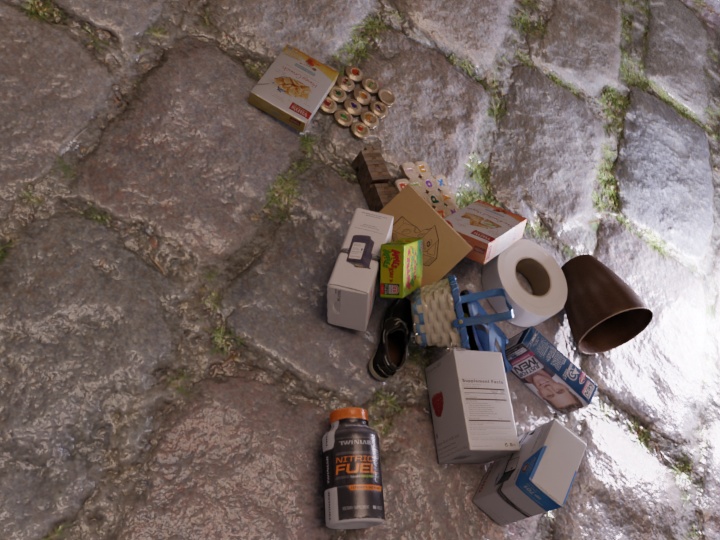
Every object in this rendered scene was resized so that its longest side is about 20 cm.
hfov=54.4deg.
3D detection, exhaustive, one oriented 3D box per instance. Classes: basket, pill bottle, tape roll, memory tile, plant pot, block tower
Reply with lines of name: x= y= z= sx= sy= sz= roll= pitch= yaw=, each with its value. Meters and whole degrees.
basket: x=0.204 y=0.081 z=1.425 sx=0.199 sy=0.176 sz=0.139 roll=-14 pitch=100 yaw=9
pill bottle: x=-0.016 y=0.349 z=1.247 sx=0.106 sy=0.106 sz=0.200 roll=8 pitch=60 yaw=-24
tape roll: x=0.388 y=0.028 z=1.656 sx=0.202 sy=0.071 sz=0.203 roll=12 pitch=59 yaw=-21
memory tile: x=-0.007 y=-0.414 z=1.720 sx=0.153 sy=0.017 sz=0.200 roll=37 pitch=53 yaw=-5
plant pot: x=0.561 y=0.066 z=1.677 sx=0.186 sy=0.187 sz=0.200 roll=0 pitch=50 yaw=-28
block tower: x=0.042 y=-0.185 z=1.599 sx=0.054 sy=0.058 sz=0.200 roll=-9 pitch=67 yaw=-31

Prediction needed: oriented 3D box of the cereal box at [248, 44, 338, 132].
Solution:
cereal box: x=-0.153 y=-0.426 z=1.628 sx=0.144 sy=0.040 sz=0.200 roll=28 pitch=54 yaw=-4

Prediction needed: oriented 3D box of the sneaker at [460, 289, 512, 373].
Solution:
sneaker: x=0.273 y=0.134 z=1.530 sx=0.078 sy=0.066 sz=0.201 roll=-14 pitch=75 yaw=-12

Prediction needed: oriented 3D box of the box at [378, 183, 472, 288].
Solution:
box: x=0.116 y=-0.063 z=1.523 sx=0.163 sy=0.021 sz=0.200 roll=-44 pitch=91 yaw=7

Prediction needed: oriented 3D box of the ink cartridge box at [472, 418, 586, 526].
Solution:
ink cartridge box: x=0.322 y=0.390 z=1.343 sx=0.086 sy=0.200 sz=0.147 roll=39 pitch=53 yaw=-2

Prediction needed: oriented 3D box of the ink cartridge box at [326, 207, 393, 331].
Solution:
ink cartridge box: x=0.000 y=0.000 z=1.408 sx=0.084 sy=0.145 sz=0.200 roll=14 pitch=55 yaw=8

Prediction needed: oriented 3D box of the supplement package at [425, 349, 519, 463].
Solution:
supplement package: x=0.219 y=0.273 z=1.401 sx=0.119 sy=0.121 sz=0.200 roll=6 pitch=61 yaw=-24

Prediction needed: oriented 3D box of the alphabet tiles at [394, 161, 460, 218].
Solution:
alphabet tiles: x=0.161 y=-0.164 z=1.648 sx=0.195 sy=0.015 sz=0.200 roll=-15 pitch=80 yaw=-47

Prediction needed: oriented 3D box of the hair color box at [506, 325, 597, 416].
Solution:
hair color box: x=0.409 y=0.223 z=1.542 sx=0.200 sy=0.100 sz=0.061 roll=42 pitch=54 yaw=-2

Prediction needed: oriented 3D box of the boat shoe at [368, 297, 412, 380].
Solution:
boat shoe: x=0.078 y=0.132 z=1.438 sx=0.072 sy=0.068 sz=0.200 roll=30 pitch=50 yaw=-11

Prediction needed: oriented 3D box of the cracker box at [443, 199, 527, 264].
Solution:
cracker box: x=0.277 y=-0.093 z=1.612 sx=0.134 sy=0.058 sz=0.200 roll=26 pitch=35 yaw=28

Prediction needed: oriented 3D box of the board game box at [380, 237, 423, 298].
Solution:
board game box: x=0.086 y=-0.009 z=1.416 sx=0.047 sy=0.200 sz=0.102 roll=3 pitch=97 yaw=15
